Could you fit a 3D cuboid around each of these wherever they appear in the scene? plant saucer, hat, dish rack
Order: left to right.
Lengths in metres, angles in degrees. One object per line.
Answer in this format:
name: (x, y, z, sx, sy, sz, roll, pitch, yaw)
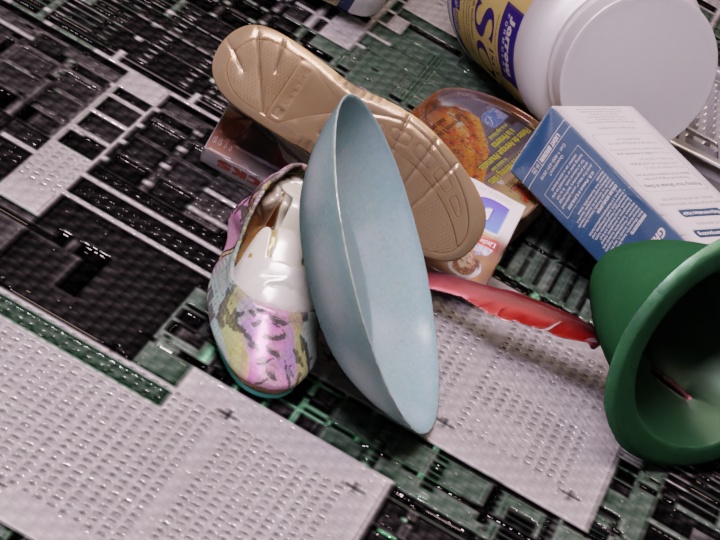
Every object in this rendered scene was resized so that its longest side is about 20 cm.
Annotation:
plant saucer: (0.000, 0.000, 1.529, 0.039, 0.201, 0.201, -13, 25, 13)
hat: (0.166, 0.007, 1.653, 0.200, 0.166, 0.176, 21, 15, -43)
dish rack: (0.272, -0.103, 2.054, 0.172, 0.044, 0.200, 25, 27, -4)

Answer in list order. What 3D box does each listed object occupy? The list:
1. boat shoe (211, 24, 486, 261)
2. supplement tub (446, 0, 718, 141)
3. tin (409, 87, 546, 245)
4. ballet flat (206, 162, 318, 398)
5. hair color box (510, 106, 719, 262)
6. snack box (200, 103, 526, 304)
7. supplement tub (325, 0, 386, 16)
boat shoe: (-0.005, -0.081, 1.659, 0.200, 0.072, 0.065, 36, 5, 0)
supplement tub: (0.161, -0.178, 1.936, 0.145, 0.145, 0.200, 13, 19, -26)
tin: (0.076, -0.068, 1.818, 0.112, 0.042, 0.200, 29, 27, 11)
ballet flat: (-0.049, -0.006, 1.557, 0.069, 0.071, 0.200, 21, 28, -10)
hair color box: (0.202, -0.025, 1.769, 0.100, 0.061, 0.200, -4, 44, -50)
snack box: (0.002, -0.056, 1.701, 0.200, 0.024, 0.072, 28, 64, 0)
supplement tub: (-0.049, -0.290, 1.969, 0.200, 0.144, 0.144, 26, 27, -6)
